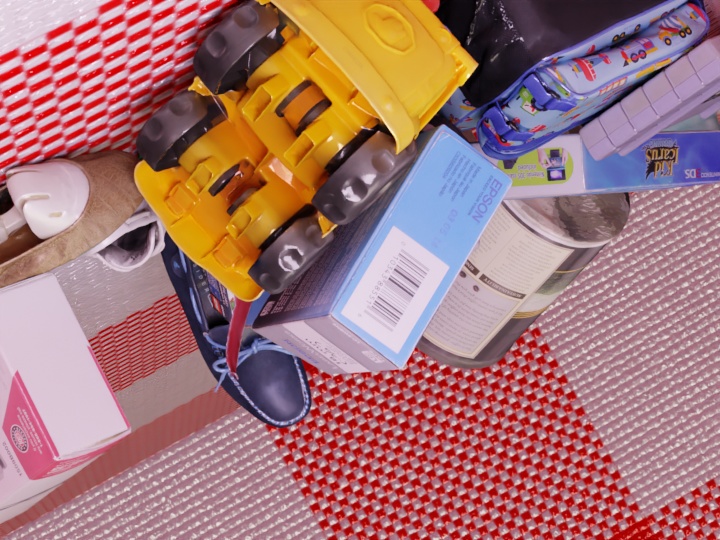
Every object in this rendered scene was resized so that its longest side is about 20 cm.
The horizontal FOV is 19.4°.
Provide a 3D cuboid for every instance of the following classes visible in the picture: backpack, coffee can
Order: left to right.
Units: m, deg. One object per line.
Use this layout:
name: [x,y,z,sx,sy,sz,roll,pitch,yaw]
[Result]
coffee can: [0.124,-0.027,1.860,0.146,0.147,0.200,-23,160,-43]
backpack: [0.119,-0.158,1.462,0.182,0.135,0.200,-26,173,-33]

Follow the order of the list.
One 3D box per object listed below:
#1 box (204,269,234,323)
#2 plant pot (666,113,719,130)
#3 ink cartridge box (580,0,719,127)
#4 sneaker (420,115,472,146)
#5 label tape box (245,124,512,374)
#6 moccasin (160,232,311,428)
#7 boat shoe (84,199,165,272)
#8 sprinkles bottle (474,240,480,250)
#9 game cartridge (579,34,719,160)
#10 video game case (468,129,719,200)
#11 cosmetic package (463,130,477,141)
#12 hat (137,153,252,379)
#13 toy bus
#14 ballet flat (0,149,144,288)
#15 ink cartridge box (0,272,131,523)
box: [-0.033,-0.059,1.609,0.199,0.040,0.137,-26,129,-22]
plant pot: [0.273,-0.162,2.068,0.200,0.135,0.200,-28,173,-4]
ink cartridge box: [0.233,-0.205,1.612,0.200,0.129,0.125,-32,173,28]
sneaker: [0.018,-0.045,1.502,0.083,0.072,0.200,-47,-171,-29]
label tape box: [0.004,-0.008,1.377,0.145,0.063,0.200,-58,-165,-14]
moccasin: [-0.105,0.043,1.688,0.080,0.200,0.068,-36,-172,-10]
boat shoe: [-0.165,-0.033,1.469,0.072,0.066,0.200,-29,174,1]
sprinkles bottle: [0.000,0.000,1.751,0.199,0.068,0.068,-30,173,9]
game cartridge: [0.252,-0.137,1.480,0.129,0.039,0.200,-30,176,39]
video game case: [0.148,-0.078,1.599,0.181,0.046,0.200,-1,-177,39]
cosmetic package: [0.027,-0.060,2.011,0.200,0.090,0.107,-28,172,-36]
hat: [-0.050,-0.035,1.448,0.199,0.177,0.166,-27,174,-15]
toy bus: [-0.022,-0.102,1.310,0.192,0.136,0.200,-41,177,-47]
ballet flat: [-0.229,-0.027,1.325,0.199,0.068,0.072,-25,154,-2]
ink cartridge box: [-0.290,0.114,1.693,0.083,0.147,0.200,-21,169,-43]
